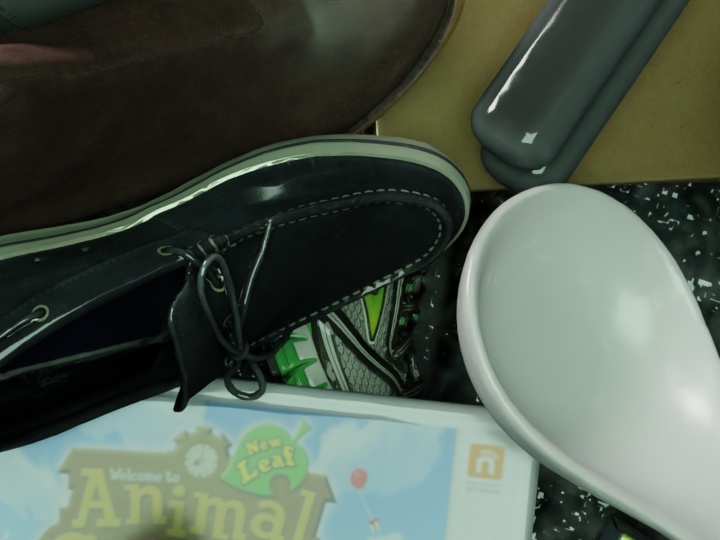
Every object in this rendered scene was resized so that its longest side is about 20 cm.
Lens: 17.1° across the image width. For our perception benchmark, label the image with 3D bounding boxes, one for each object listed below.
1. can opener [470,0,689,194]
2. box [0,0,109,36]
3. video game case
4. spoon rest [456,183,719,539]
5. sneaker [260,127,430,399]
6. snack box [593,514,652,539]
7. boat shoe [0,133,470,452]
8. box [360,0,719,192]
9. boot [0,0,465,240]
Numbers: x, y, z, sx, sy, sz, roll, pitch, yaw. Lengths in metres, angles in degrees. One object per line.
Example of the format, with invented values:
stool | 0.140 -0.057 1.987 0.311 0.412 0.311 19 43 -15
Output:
can opener | 0.093 -0.118 0.814 0.066 0.053 0.200 25 77 20
box | -0.144 -0.170 0.791 0.131 0.199 0.200 -25 87 2
video game case | -0.047 0.127 0.795 0.200 0.022 0.182 6 88 0
spoon rest | 0.096 0.064 0.775 0.099 0.061 0.200 -32 98 -40
sneaker | 0.000 0.000 0.849 0.085 0.078 0.200 -16 89 0
snack box | 0.129 0.211 0.849 0.200 0.068 0.169 34 91 0
boat shoe | -0.055 0.011 0.764 0.200 0.075 0.062 -16 49 -13
box | 0.092 -0.110 0.844 0.200 0.021 0.164 -3 88 -18
boot | -0.073 -0.056 0.741 0.200 0.166 0.072 -24 87 18
